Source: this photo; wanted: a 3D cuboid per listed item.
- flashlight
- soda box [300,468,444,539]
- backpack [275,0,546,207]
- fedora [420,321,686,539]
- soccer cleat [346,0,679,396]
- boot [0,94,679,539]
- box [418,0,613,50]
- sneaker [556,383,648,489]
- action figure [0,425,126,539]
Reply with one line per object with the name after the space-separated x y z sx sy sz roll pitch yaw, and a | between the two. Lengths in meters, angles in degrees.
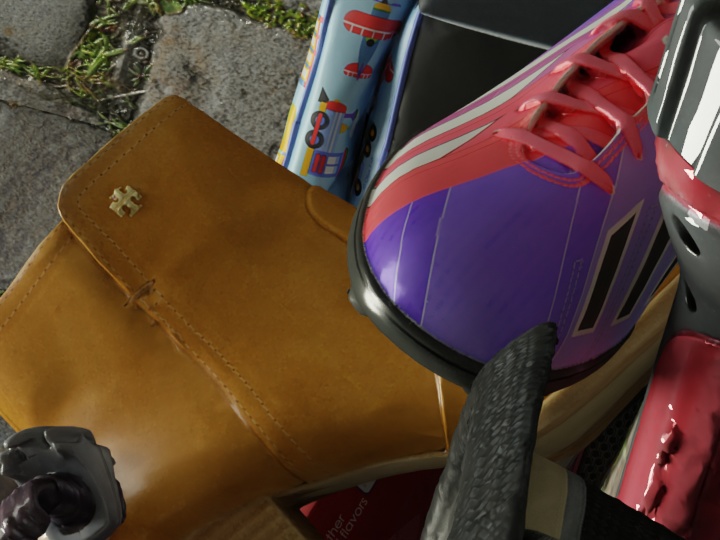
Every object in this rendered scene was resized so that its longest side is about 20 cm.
0.076 0.035 0.629 0.068 0.067 0.201 48 134 45 | flashlight
-0.049 0.126 0.841 0.070 0.063 0.201 13 65 46 | soda box
0.047 -0.065 1.117 0.200 0.134 0.184 -74 0 -64 | backpack
0.043 0.110 0.549 0.201 0.091 0.202 16 -90 -89 | fedora
0.064 -0.036 0.682 0.200 0.068 0.073 -35 -17 -52 | soccer cleat
0.000 0.000 0.798 0.201 0.144 0.071 -41 -14 -3 | boot
0.097 -0.181 0.917 0.200 0.106 0.149 106 177 -54 | box
0.052 0.030 0.925 0.201 0.080 0.075 -60 -25 13 | sneaker
-0.054 0.103 0.727 0.199 0.069 0.131 3 105 48 | action figure
